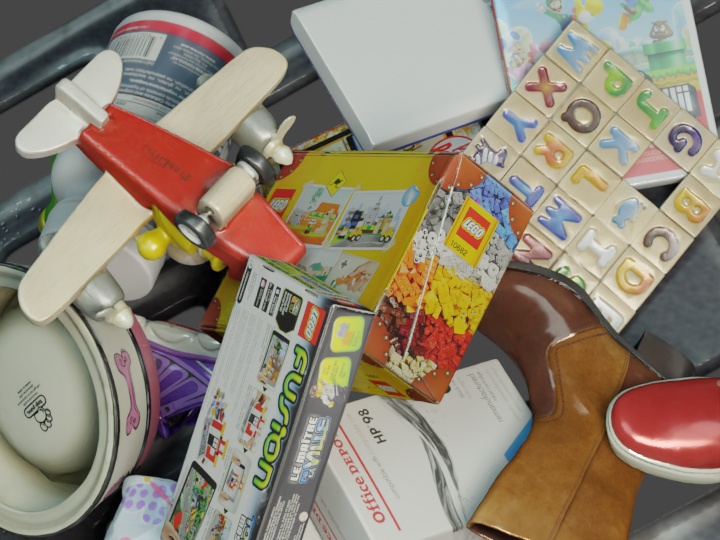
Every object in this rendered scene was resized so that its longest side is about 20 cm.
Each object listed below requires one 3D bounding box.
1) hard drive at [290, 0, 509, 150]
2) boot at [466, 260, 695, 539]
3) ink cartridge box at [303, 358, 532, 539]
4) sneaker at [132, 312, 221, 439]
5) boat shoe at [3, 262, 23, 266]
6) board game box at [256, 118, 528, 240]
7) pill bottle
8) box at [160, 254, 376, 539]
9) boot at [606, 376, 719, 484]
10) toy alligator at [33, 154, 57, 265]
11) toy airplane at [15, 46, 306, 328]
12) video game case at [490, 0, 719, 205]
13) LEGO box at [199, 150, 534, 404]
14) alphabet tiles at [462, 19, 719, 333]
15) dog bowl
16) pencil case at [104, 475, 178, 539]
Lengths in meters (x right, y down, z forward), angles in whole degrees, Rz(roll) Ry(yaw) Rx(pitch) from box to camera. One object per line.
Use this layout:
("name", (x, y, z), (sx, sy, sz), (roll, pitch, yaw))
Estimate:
("hard drive", (0.066, -0.167, 1.602), (0.199, 0.025, 0.132), (-20, 63, -19))
("boot", (0.111, 0.103, 1.433), (0.188, 0.069, 0.200), (33, 52, -2))
("ink cartridge box", (0.029, 0.144, 1.443), (0.199, 0.067, 0.116), (-15, 56, -28))
("sneaker", (-0.154, 0.077, 1.592), (0.199, 0.081, 0.084), (13, 84, 27))
("boat shoe", (-0.325, 0.074, 1.653), (0.071, 0.070, 0.201), (17, 67, 36))
("board game box", (0.012, -0.040, 1.602), (0.199, 0.046, 0.152), (-24, 61, 8))
("pill bottle", (-0.163, -0.083, 1.621), (0.119, 0.120, 0.201), (7, 57, 22))
("box", (-0.062, 0.102, 1.383), (0.110, 0.035, 0.201), (29, 104, 53))
("boot", (0.261, 0.076, 1.369), (0.199, 0.144, 0.073), (1, 62, -5))
("toy alligator", (-0.217, -0.050, 1.686), (0.054, 0.059, 0.201), (13, 63, -21))
("toy airplane", (-0.139, -0.056, 1.493), (0.199, 0.141, 0.200), (-10, 57, 5))
("video game case", (0.174, -0.155, 1.566), (0.142, 0.017, 0.201), (-9, 79, -1))
("LEGO box", (0.000, 0.000, 1.463), (0.200, 0.077, 0.149), (5, 63, 55))
("alphabet tiles", (0.152, -0.050, 1.534), (0.167, 0.008, 0.200), (40, 86, 2))
("dog bowl", (-0.228, 0.086, 1.565), (0.200, 0.074, 0.201), (9, 105, 34))
("pencil case", (-0.157, 0.243, 1.506), (0.083, 0.091, 0.201), (14, 70, 14))
